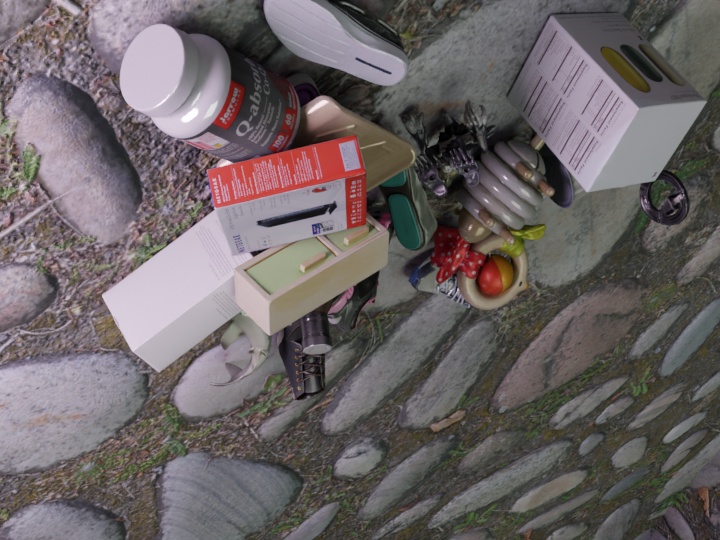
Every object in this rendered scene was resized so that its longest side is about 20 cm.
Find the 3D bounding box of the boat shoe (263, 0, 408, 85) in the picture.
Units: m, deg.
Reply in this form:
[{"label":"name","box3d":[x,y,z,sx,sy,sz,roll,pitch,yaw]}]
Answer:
[{"label":"boat shoe","box3d":[-0.031,-0.281,1.432,0.198,0.072,0.072,25,131,-34]}]

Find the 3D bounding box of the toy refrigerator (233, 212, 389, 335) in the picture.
[{"label":"toy refrigerator","box3d":[-0.061,-0.007,1.583,0.199,0.076,0.071,-30,143,-28]}]

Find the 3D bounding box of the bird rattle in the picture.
[{"label":"bird rattle","box3d":[0.205,-0.011,1.953,0.199,0.112,0.165,-29,120,-26]}]

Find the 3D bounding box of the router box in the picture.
[{"label":"router box","box3d":[-0.083,-0.086,1.476,0.177,0.050,0.200,-14,166,-3]}]

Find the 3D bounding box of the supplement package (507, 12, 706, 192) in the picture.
[{"label":"supplement package","box3d":[0.342,-0.239,1.730,0.150,0.201,0.152,-10,142,-36]}]

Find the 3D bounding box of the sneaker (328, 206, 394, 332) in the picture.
[{"label":"sneaker","box3d":[0.000,0.000,1.752,0.201,0.078,0.096,-59,135,-26]}]

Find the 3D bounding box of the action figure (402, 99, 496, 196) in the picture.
[{"label":"action figure","box3d":[0.123,-0.180,1.676,0.117,0.201,0.103,-15,113,13]}]

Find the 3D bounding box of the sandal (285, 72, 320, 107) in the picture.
[{"label":"sandal","box3d":[-0.058,-0.174,1.566,0.082,0.050,0.203,-38,150,5]}]

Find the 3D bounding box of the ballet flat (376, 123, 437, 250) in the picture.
[{"label":"ballet flat","box3d":[0.058,-0.123,1.712,0.064,0.067,0.202,-48,130,-42]}]

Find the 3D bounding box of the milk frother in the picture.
[{"label":"milk frother","box3d":[0.392,-0.143,1.917,0.186,0.201,0.181,-28,153,-12]}]

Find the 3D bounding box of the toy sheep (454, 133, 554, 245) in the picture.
[{"label":"toy sheep","box3d":[0.217,-0.124,1.834,0.200,0.138,0.138,-48,148,9]}]

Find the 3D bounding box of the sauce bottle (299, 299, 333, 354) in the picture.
[{"label":"sauce bottle","box3d":[-0.070,0.011,1.661,0.064,0.203,0.065,-6,158,-2]}]

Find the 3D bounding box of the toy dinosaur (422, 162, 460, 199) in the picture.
[{"label":"toy dinosaur","box3d":[0.082,-0.119,1.792,0.199,0.048,0.088,-37,156,7]}]

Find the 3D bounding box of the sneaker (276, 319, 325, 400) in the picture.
[{"label":"sneaker","box3d":[-0.073,0.120,1.848,0.074,0.108,0.200,-12,161,-15]}]

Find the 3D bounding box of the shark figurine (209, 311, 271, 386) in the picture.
[{"label":"shark figurine","box3d":[-0.158,0.086,1.806,0.126,0.090,0.216,3,135,2]}]

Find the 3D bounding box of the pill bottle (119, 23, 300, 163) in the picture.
[{"label":"pill bottle","box3d":[-0.165,-0.192,1.368,0.116,0.116,0.199,-45,149,17]}]

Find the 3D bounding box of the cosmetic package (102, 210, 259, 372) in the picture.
[{"label":"cosmetic package","box3d":[-0.224,0.024,1.616,0.199,0.108,0.085,-36,149,3]}]

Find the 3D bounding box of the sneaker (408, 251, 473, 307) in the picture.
[{"label":"sneaker","box3d":[0.166,0.016,2.019,0.198,0.086,0.077,-3,137,-42]}]

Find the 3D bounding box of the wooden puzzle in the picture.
[{"label":"wooden puzzle","box3d":[-0.054,-0.144,1.527,0.184,0.047,0.199,-29,151,25]}]
